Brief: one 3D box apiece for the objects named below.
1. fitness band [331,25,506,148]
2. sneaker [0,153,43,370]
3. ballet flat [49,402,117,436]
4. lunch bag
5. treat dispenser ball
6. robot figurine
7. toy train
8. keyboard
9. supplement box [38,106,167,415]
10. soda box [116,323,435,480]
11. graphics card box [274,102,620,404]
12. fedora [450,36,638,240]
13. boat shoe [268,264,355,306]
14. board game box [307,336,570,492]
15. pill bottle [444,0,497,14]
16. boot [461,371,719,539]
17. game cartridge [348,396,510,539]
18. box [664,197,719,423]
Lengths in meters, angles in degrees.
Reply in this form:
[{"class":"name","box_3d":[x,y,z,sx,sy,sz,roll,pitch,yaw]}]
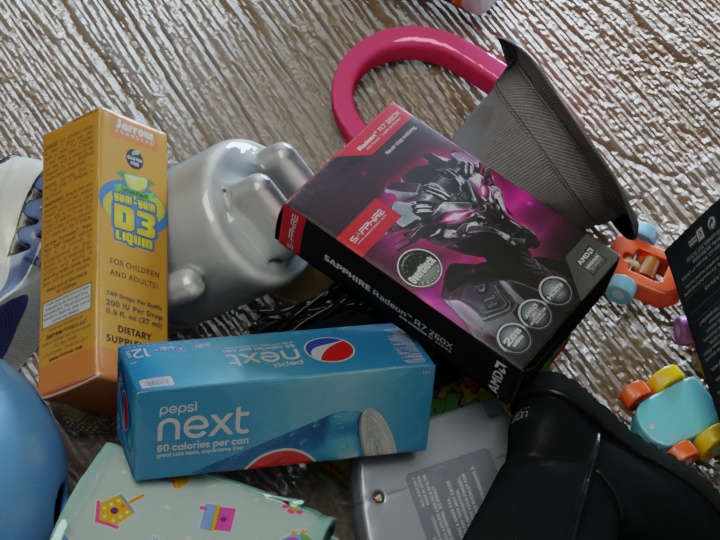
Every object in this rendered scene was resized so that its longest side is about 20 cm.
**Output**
[{"class":"fitness band","box_3d":[0.068,-0.118,1.381,0.200,0.037,0.144,35,67,16]},{"class":"sneaker","box_3d":[-0.285,-0.009,1.304,0.115,0.081,0.200,18,69,25]},{"class":"ballet flat","box_3d":[-0.129,0.092,1.248,0.199,0.065,0.071,1,57,-1]},{"class":"lunch bag","box_3d":[-0.121,0.221,1.094,0.170,0.122,0.200,17,68,10]},{"class":"treat dispenser ball","box_3d":[-0.295,0.144,1.142,0.200,0.201,0.201,0,61,0]},{"class":"robot figurine","box_3d":[-0.114,-0.023,1.257,0.113,0.200,0.170,55,41,-16]},{"class":"toy train","box_3d":[0.216,0.064,1.269,0.150,0.056,0.200,19,54,7]},{"class":"keyboard","box_3d":[-0.036,0.067,1.188,0.199,0.040,0.104,-22,104,9]},{"class":"supplement box","box_3d":[-0.176,-0.007,1.183,0.069,0.066,0.201,-24,61,38]},{"class":"soda box","box_3d":[-0.056,0.084,1.124,0.199,0.068,0.064,-4,27,-18]},{"class":"graphics card box","box_3d":[0.058,-0.015,1.157,0.200,0.051,0.125,37,57,15]},{"class":"fedora","box_3d":[0.124,-0.077,1.258,0.090,0.200,0.177,-35,91,7]},{"class":"boat shoe","box_3d":[0.000,0.000,1.247,0.200,0.076,0.072,-7,98,35]},{"class":"board game box","box_3d":[0.059,0.086,1.262,0.101,0.048,0.200,34,66,16]},{"class":"pill bottle","box_3d":[0.036,-0.304,1.438,0.200,0.114,0.114,27,64,14]},{"class":"boot","box_3d":[0.156,0.185,1.142,0.200,0.076,0.168,39,49,-19]},{"class":"game cartridge","box_3d":[0.069,0.198,1.172,0.133,0.040,0.201,-14,78,-23]},{"class":"box","box_3d":[0.347,0.045,1.206,0.199,0.124,0.197,5,56,-28]}]
